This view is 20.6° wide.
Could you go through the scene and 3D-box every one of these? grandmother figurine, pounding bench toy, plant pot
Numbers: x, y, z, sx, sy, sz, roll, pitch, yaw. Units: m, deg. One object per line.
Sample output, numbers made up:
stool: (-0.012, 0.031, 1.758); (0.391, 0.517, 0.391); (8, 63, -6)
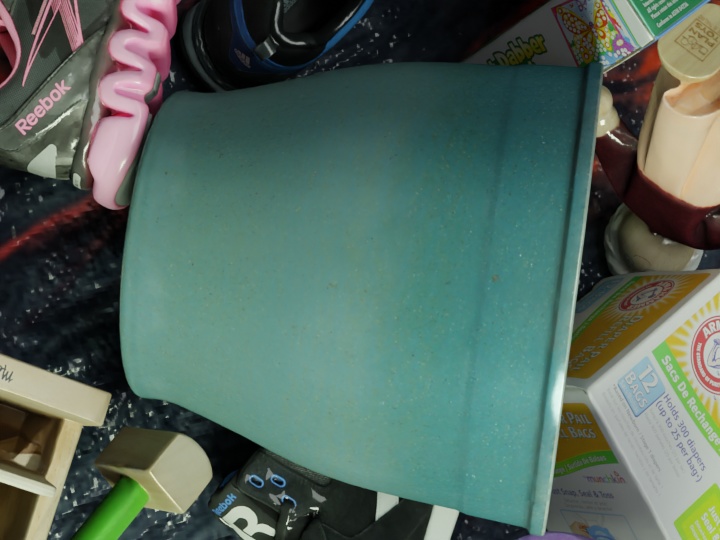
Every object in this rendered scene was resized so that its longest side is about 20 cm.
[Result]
grandmother figurine: (0.156, -0.049, 0.975); (0.060, 0.200, 0.121); (-38, 69, -21)
pounding bench toy: (-0.167, 0.116, 0.793); (0.199, 0.124, 0.157); (22, 76, -28)
plant pot: (0.000, 0.000, 0.849); (0.186, 0.200, 0.202); (8, 81, 5)

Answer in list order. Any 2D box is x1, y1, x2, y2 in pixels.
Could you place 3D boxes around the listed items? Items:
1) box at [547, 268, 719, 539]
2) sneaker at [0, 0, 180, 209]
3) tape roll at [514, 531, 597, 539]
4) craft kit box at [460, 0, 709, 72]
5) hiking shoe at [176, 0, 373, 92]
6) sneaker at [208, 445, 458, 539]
box: (0.163, 0.111, 1.006); (0.112, 0.101, 0.201); (-38, 106, -27)
sneaker: (-0.124, -0.128, 0.871); (0.095, 0.079, 0.201); (9, 68, 1)
tape roll: (0.092, 0.219, 0.858); (0.065, 0.200, 0.202); (18, 78, -29)
craft kit box: (0.142, -0.142, 0.953); (0.200, 0.197, 0.049); (-37, 91, -28)
hiking shoe: (-0.001, -0.159, 0.933); (0.074, 0.087, 0.201); (42, 67, -22)
sneaker: (-0.024, 0.146, 0.895); (0.111, 0.073, 0.201); (24, 52, -12)
